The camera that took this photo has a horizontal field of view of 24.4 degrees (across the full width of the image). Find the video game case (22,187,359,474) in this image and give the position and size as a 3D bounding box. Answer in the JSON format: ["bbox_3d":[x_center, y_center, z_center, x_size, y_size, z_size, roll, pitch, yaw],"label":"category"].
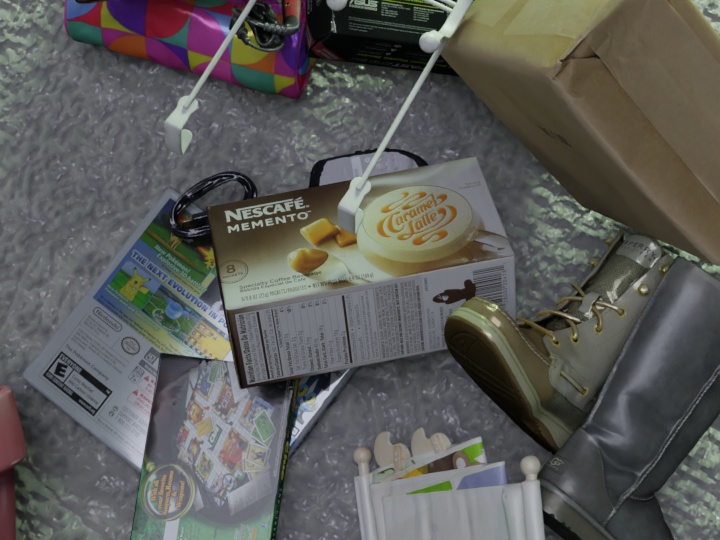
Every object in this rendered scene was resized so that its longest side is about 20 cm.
[{"bbox_3d":[-0.121,0.067,1.239,0.200,0.022,0.182,37,85,12],"label":"video game case"}]

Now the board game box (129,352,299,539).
[{"bbox_3d":[-0.109,0.164,1.195,0.104,0.023,0.201,8,80,6],"label":"board game box"}]

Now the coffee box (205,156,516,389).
[{"bbox_3d":[0.000,0.000,1.172,0.199,0.080,0.115,-10,41,-4],"label":"coffee box"}]

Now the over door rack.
[{"bbox_3d":[-0.024,-0.145,1.099,0.147,0.067,0.200,26,82,12],"label":"over door rack"}]

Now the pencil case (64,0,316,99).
[{"bbox_3d":[-0.122,-0.192,1.258,0.199,0.088,0.089,13,81,8],"label":"pencil case"}]

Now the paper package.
[{"bbox_3d":[0.170,-0.114,1.108,0.103,0.200,0.191,-47,114,-4],"label":"paper package"}]

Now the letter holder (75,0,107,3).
[{"bbox_3d":[-0.121,-0.285,1.200,0.142,0.101,0.200,-2,34,16],"label":"letter holder"}]

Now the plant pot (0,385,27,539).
[{"bbox_3d":[-0.321,0.189,1.161,0.199,0.200,0.180,-11,93,4],"label":"plant pot"}]

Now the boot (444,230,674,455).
[{"bbox_3d":[0.146,0.032,1.134,0.155,0.200,0.072,-49,52,-6],"label":"boot"}]

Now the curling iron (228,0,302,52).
[{"bbox_3d":[-0.061,-0.226,1.217,0.049,0.026,0.200,9,44,-2],"label":"curling iron"}]

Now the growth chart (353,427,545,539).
[{"bbox_3d":[0.059,0.180,1.137,0.018,0.200,0.145,3,83,-38],"label":"growth chart"}]

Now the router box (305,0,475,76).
[{"bbox_3d":[0.059,-0.223,1.213,0.199,0.062,0.150,5,79,-21],"label":"router box"}]

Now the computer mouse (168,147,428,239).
[{"bbox_3d":[-0.045,-0.053,1.243,0.199,0.034,0.059,-7,85,1],"label":"computer mouse"}]

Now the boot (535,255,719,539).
[{"bbox_3d":[0.217,0.117,1.139,0.182,0.072,0.200,43,75,-31],"label":"boot"}]
